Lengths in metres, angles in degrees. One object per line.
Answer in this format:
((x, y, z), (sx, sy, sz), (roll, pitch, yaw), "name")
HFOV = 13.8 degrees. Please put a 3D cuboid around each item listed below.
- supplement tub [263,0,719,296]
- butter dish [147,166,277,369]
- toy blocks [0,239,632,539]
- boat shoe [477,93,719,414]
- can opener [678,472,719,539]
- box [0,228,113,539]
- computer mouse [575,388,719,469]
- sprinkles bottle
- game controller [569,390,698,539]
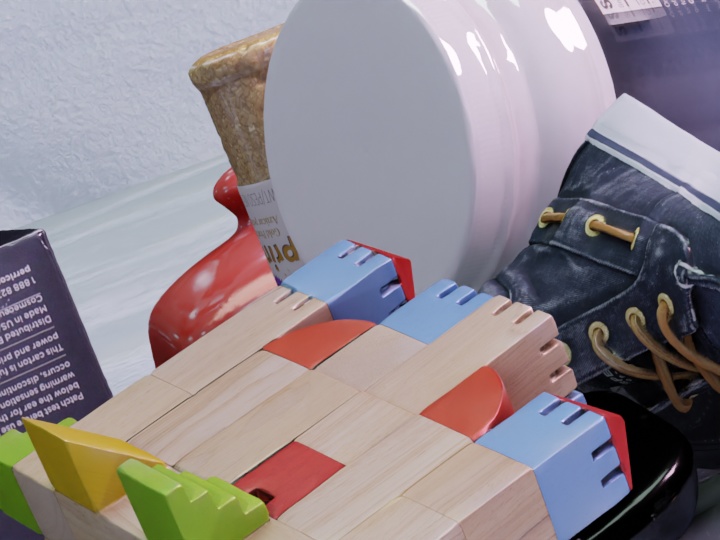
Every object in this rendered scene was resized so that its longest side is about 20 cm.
((0.080, -0.057, 1.086), (0.200, 0.140, 0.140), (-11, 0, -35), "supplement tub")
((-0.020, 0.018, 1.293), (0.199, 0.148, 0.200), (-22, 7, -9), "butter dish")
((0.003, 0.057, 0.815), (0.137, 0.100, 0.200), (-34, 31, -24), "toy blocks")
((0.102, 0.015, 0.895), (0.091, 0.071, 0.200), (-53, 22, 2), "boat shoe")
((0.156, 0.068, 0.839), (0.200, 0.067, 0.053), (-32, 9, 23), "can opener")
((-0.140, 0.088, 0.999), (0.104, 0.182, 0.200), (-23, 8, -18), "box")
((0.108, 0.043, 1.056), (0.200, 0.053, 0.138), (-6, 9, 30), "computer mouse")
((0.000, 0.000, 1.155), (0.068, 0.200, 0.068), (-21, 7, 3), "sprinkles bottle")
((0.008, 0.105, 0.852), (0.200, 0.042, 0.104), (-38, 7, -6), "game controller")
